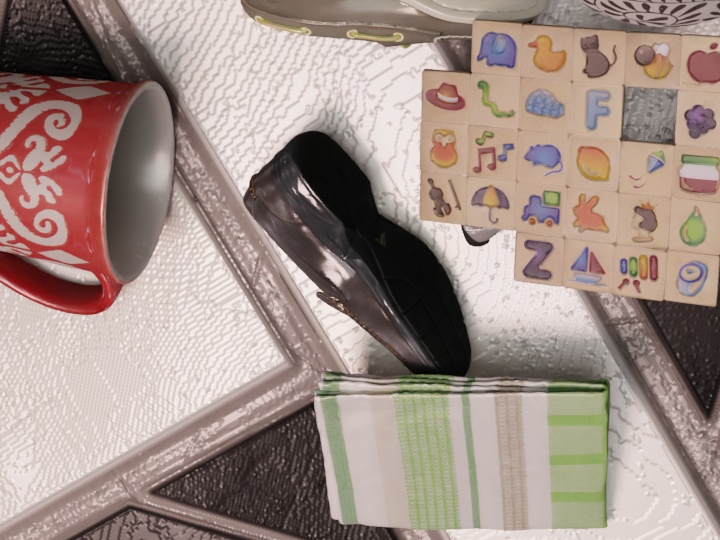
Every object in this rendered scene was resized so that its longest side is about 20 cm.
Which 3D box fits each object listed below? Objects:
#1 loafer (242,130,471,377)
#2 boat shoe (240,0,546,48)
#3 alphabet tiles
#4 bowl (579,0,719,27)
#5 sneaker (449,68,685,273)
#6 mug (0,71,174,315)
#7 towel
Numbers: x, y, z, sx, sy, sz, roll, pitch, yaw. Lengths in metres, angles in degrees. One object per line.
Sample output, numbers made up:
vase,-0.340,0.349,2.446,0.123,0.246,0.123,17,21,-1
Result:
loafer,0.000,0.000,1.074,0.072,0.073,0.201,-31,99,39
boat shoe,0.019,-0.181,1.021,0.199,0.073,0.061,7,146,-5
alphabet tiles,0.131,-0.069,0.987,0.198,0.008,0.169,8,110,21
bowl,0.183,-0.214,0.952,0.198,0.095,0.203,-2,59,4
sneaker,0.130,-0.039,1.041,0.200,0.075,0.115,48,114,3
mug,-0.242,-0.053,1.063,0.198,0.133,0.180,9,104,10
towel,0.072,0.124,1.085,0.197,0.031,0.150,0,133,7
